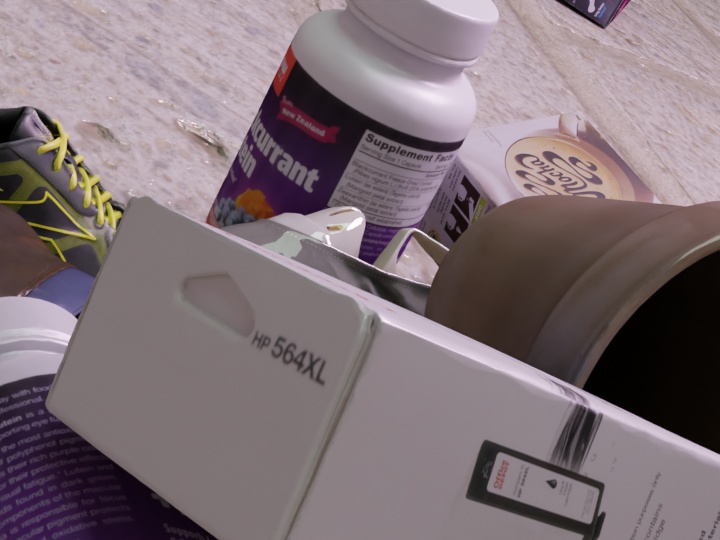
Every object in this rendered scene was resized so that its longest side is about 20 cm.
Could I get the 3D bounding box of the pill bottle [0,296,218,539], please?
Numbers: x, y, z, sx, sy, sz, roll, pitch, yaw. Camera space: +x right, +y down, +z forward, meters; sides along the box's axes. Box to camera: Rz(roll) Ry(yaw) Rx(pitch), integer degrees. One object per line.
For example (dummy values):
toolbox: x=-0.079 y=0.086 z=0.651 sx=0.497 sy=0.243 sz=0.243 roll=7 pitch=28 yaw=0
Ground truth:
pill bottle: x=-0.110 y=0.102 z=0.610 sx=0.111 sy=0.112 sz=0.200 roll=10 pitch=31 yaw=-35

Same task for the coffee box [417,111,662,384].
coffee box: x=0.131 y=0.004 z=0.981 sx=0.112 sy=0.080 sz=0.200 roll=-11 pitch=49 yaw=-30

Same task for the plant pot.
plant pot: x=0.122 y=0.044 z=0.788 sx=0.199 sy=0.201 sz=0.173 roll=12 pitch=14 yaw=-33

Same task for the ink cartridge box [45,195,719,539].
ink cartridge box: x=0.013 y=0.058 z=0.576 sx=0.199 sy=0.085 sz=0.146 roll=24 pitch=0 yaw=-41

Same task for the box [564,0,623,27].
box: x=0.291 y=-0.387 z=1.965 sx=0.114 sy=0.133 sz=0.200 roll=33 pitch=24 yaw=4

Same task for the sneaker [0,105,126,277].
sneaker: x=-0.162 y=-0.034 z=0.850 sx=0.199 sy=0.085 sz=0.075 roll=22 pitch=26 yaw=-15

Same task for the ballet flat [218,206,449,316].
ballet flat: x=0.000 y=0.000 z=0.889 sx=0.199 sy=0.064 sz=0.067 roll=23 pitch=-8 yaw=-25

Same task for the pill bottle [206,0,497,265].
pill bottle: x=-0.003 y=-0.077 z=0.945 sx=0.111 sy=0.201 sz=0.112 roll=23 pitch=24 yaw=-11

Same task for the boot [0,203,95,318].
boot: x=-0.173 y=0.018 z=0.707 sx=0.096 sy=0.075 sz=0.200 roll=27 pitch=23 yaw=2
